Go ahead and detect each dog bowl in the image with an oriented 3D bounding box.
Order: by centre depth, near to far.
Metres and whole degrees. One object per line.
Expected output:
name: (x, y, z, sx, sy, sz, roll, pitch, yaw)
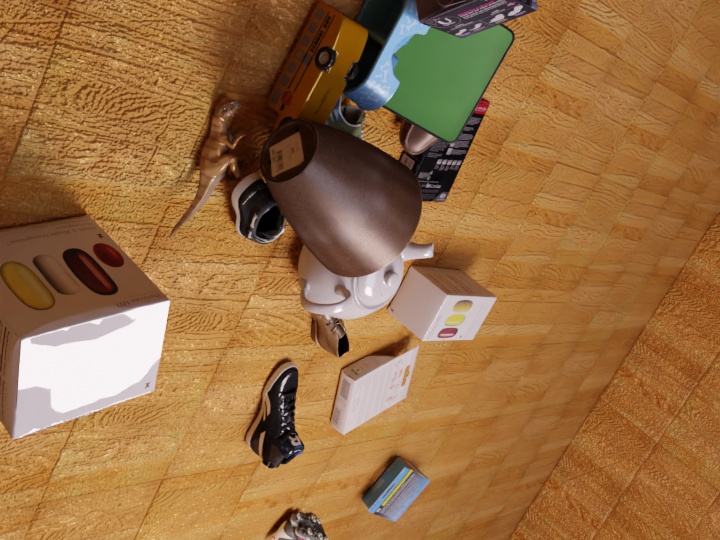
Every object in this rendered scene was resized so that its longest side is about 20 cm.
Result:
dog bowl: (0.029, -0.329, 1.284, 0.049, 0.111, 0.201, 16, 110, -41)

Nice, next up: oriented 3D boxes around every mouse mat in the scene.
mouse mat: (0.127, -0.317, 1.401, 0.201, 0.160, 0.008, -60, -171, 14)

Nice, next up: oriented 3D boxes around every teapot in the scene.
teapot: (0.000, 0.000, 1.500, 0.197, 0.145, 0.201, 32, 82, -48)

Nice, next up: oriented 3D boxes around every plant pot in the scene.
plant pot: (-0.043, -0.114, 1.225, 0.187, 0.187, 0.200, -52, 141, 2)

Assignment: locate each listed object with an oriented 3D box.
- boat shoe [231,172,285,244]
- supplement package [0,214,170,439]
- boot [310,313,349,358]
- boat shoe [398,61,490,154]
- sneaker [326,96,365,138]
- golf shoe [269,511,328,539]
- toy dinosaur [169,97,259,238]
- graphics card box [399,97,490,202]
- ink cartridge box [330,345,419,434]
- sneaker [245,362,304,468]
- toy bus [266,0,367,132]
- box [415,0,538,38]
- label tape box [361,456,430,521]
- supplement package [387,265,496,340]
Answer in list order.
boat shoe: (-0.142, -0.072, 1.321, 0.076, 0.060, 0.200, -41, 166, -6)
supplement package: (-0.368, 0.057, 1.079, 0.190, 0.200, 0.148, -16, 135, -43)
boot: (-0.052, 0.079, 1.621, 0.073, 0.075, 0.201, -32, 142, -22)
boat shoe: (0.136, -0.267, 1.455, 0.072, 0.068, 0.200, 34, 107, -24)
sneaker: (-0.018, -0.205, 1.379, 0.090, 0.067, 0.200, -48, 145, 6)
golf shoe: (-0.136, 0.604, 2.064, 0.088, 0.078, 0.200, -32, 146, 8)
toy dinosaur: (-0.200, -0.140, 1.242, 0.106, 0.060, 0.202, 9, 106, -41)
graphics card box: (0.137, -0.217, 1.581, 0.125, 0.051, 0.201, -6, 125, -48)
ink cartridge box: (0.031, 0.243, 1.921, 0.199, 0.050, 0.162, -26, 140, -40)
sneaker: (-0.135, 0.279, 1.680, 0.073, 0.112, 0.201, -7, 128, -49)
toy bus: (-0.067, -0.262, 1.252, 0.065, 0.078, 0.201, 9, 115, -56)
box: (0.145, -0.435, 1.205, 0.114, 0.131, 0.202, -3, 84, -51)
label tape box: (0.080, 0.545, 2.265, 0.144, 0.063, 0.200, -49, 148, -2)
supplement package: (0.169, 0.069, 1.854, 0.199, 0.109, 0.114, 3, 119, -53)
